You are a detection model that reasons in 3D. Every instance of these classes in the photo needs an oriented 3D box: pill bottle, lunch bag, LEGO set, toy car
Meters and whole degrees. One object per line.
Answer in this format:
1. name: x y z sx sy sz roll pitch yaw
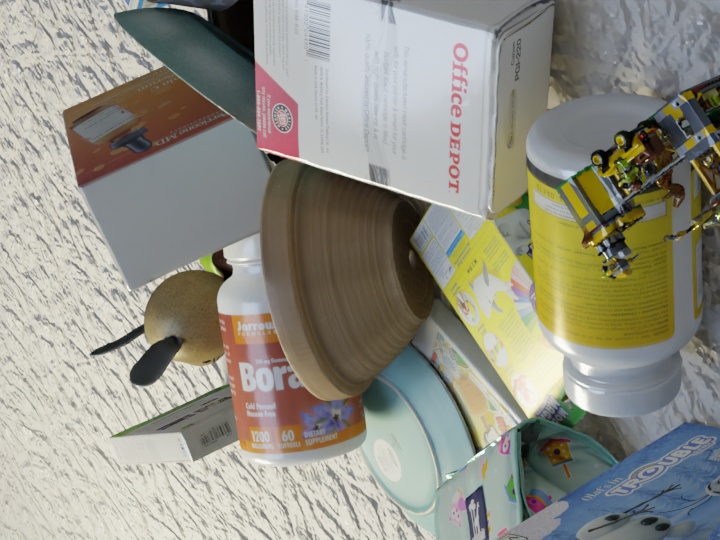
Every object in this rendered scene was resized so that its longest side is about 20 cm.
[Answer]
1. pill bottle: -0.063 0.060 1.642 0.112 0.112 0.200 5 106 59
2. lunch bag: 0.146 0.219 1.460 0.200 0.122 0.170 51 150 8
3. LEGO set: 0.221 -0.045 1.083 0.154 0.200 0.116 -39 79 41
4. toy car: -0.140 0.058 1.755 0.164 0.200 0.158 20 128 54
5. pill bottle: 0.170 -0.007 1.262 0.112 0.112 0.200 31 137 47

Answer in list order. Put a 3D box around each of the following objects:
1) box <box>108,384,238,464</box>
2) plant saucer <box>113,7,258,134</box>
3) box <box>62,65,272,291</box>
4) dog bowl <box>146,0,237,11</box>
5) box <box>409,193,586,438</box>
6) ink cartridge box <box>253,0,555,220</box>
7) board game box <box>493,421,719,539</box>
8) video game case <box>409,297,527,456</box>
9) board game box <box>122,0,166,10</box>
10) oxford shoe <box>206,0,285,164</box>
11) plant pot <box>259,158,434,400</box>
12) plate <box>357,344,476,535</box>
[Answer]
1. box: -0.151 0.151 1.910 0.200 0.144 0.036 -10 102 62
2. plant saucer: -0.099 -0.153 1.478 0.201 0.039 0.201 36 -174 -5
3. box: -0.162 -0.093 1.642 0.200 0.152 0.106 -119 5 -64
4. dog bowl: -0.104 -0.291 1.466 0.200 0.059 0.200 -49 32 46
5. box: 0.122 0.022 1.439 0.200 0.048 0.117 59 151 17
6. ink cartridge box: 0.029 -0.137 1.334 0.200 0.085 0.146 20 125 29
7. board game box: 0.210 0.169 1.238 0.199 0.200 0.043 4 117 58
8. video game case: 0.102 0.149 1.601 0.200 0.023 0.182 49 148 28
9. board game box: -0.211 -0.363 1.695 0.196 0.056 0.200 57 151 16
10. oxford shoe: -0.061 -0.174 1.581 0.084 0.073 0.200 8 131 55
11. plant pot: 0.000 0.000 1.536 0.093 0.201 0.201 -10 107 21
12. plate: 0.036 0.147 1.665 0.200 0.026 0.200 40 143 39
